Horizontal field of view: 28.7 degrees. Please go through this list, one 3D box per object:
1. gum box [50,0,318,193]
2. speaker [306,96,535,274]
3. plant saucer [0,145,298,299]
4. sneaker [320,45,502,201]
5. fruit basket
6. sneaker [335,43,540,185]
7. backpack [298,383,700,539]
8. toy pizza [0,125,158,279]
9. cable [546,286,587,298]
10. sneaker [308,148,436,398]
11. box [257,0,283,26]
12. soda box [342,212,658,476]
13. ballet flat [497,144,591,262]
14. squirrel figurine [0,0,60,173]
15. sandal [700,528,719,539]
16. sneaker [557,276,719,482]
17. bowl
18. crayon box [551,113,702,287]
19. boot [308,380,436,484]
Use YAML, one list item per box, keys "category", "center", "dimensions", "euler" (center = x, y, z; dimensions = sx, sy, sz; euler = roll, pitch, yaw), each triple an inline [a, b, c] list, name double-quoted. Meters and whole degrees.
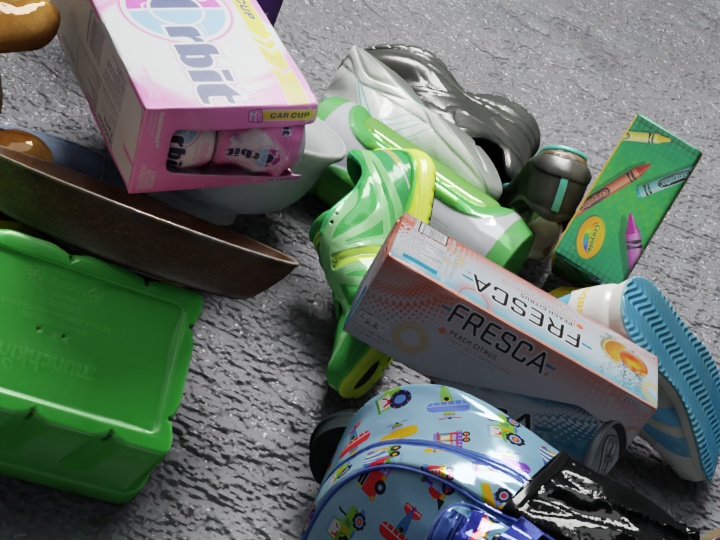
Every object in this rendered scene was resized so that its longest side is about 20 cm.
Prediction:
- category: "gum box"
  center: [-0.116, -0.133, 0.897]
  dimensions: [0.112, 0.067, 0.201]
  euler: [-6, 46, -28]
- category: "speaker"
  center: [0.038, -0.055, 1.120]
  dimensions: [0.199, 0.089, 0.088]
  euler: [36, 34, 15]
- category: "plant saucer"
  center: [-0.134, -0.025, 0.817]
  dimensions: [0.199, 0.035, 0.200]
  euler: [22, 2, -1]
- category: "sneaker"
  center: [0.041, -0.107, 1.199]
  dimensions: [0.200, 0.080, 0.070]
  euler: [43, 9, 31]
- category: "fruit basket"
  center: [-0.205, 0.038, 0.809]
  dimensions: [0.214, 0.215, 0.157]
  euler: [16, 73, -15]
- category: "sneaker"
  center: [0.068, -0.137, 1.268]
  dimensions: [0.198, 0.076, 0.091]
  euler: [23, 40, -1]
- category: "backpack"
  center: [0.050, 0.166, 0.737]
  dimensions: [0.199, 0.184, 0.134]
  euler: [32, 27, 15]
- category: "toy pizza"
  center: [-0.185, -0.039, 0.968]
  dimensions: [0.199, 0.032, 0.200]
  euler: [27, 15, -8]
- category: "cable"
  center: [0.107, 0.029, 1.067]
  dimensions: [0.198, 0.097, 0.051]
  euler: [14, 67, 10]
- category: "sneaker"
  center: [0.000, 0.000, 0.999]
  dimensions: [0.083, 0.074, 0.202]
  euler: [12, 59, 1]
- category: "box"
  center: [-0.130, -0.239, 1.153]
  dimensions: [0.140, 0.201, 0.079]
  euler: [21, 33, -6]
- category: "soda box"
  center: [0.092, 0.048, 0.909]
  dimensions: [0.199, 0.069, 0.064]
  euler: [30, 31, -3]
- category: "ballet flat"
  center: [0.144, -0.048, 1.163]
  dimensions: [0.067, 0.069, 0.200]
  euler: [13, -10, 3]
- category: "squirrel figurine"
  center: [-0.284, -0.168, 0.861]
  dimensions: [0.198, 0.188, 0.142]
  euler: [-2, 30, -28]
- category: "sandal"
  center: [0.238, 0.202, 0.925]
  dimensions: [0.057, 0.081, 0.201]
  euler: [13, 25, 12]
- category: "sneaker"
  center: [0.202, 0.080, 1.009]
  dimensions: [0.200, 0.080, 0.077]
  euler: [52, 45, -33]
- category: "bowl"
  center: [-0.116, -0.096, 1.039]
  dimensions: [0.200, 0.091, 0.201]
  euler: [26, 15, -7]
- category: "crayon box"
  center: [0.203, -0.042, 1.102]
  dimensions: [0.058, 0.119, 0.200]
  euler: [32, 1, 8]
- category: "boot"
  center: [0.060, 0.103, 0.930]
  dimensions: [0.197, 0.074, 0.163]
  euler: [26, 35, -14]
